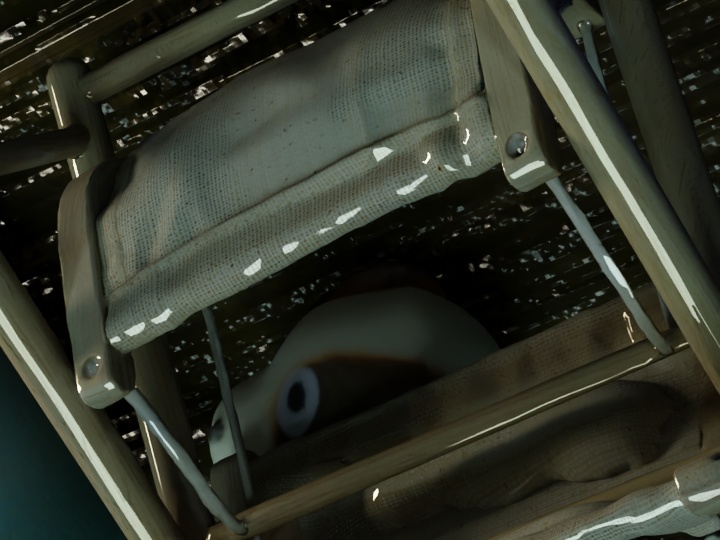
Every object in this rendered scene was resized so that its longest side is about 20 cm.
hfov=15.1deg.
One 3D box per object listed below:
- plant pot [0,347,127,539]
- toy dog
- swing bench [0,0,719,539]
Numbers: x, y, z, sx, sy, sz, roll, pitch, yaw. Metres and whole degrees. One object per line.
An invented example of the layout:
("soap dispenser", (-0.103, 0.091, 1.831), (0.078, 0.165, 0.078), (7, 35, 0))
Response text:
("plant pot", (-0.189, 0.062, 0.918), (0.199, 0.200, 0.189), (-8, 112, 24))
("toy dog", (0.021, 0.099, 0.911), (0.193, 0.140, 0.200), (-14, 126, 12))
("swing bench", (0.000, 0.000, 0.762), (0.198, 0.130, 0.201), (-24, 89, 25))
